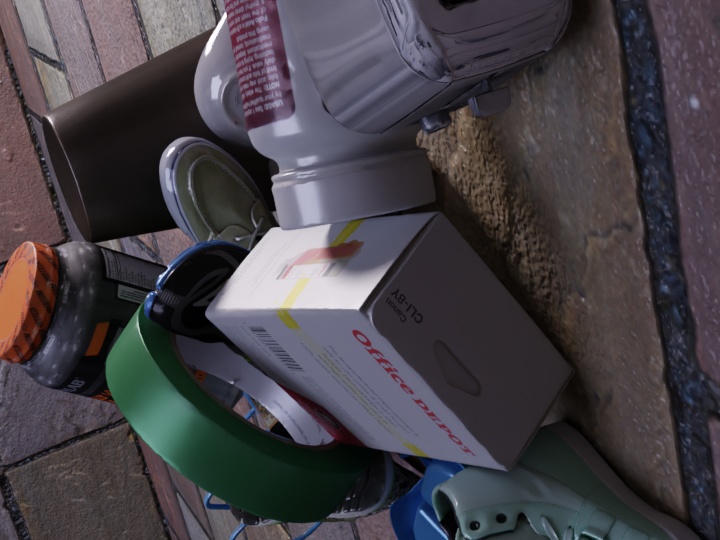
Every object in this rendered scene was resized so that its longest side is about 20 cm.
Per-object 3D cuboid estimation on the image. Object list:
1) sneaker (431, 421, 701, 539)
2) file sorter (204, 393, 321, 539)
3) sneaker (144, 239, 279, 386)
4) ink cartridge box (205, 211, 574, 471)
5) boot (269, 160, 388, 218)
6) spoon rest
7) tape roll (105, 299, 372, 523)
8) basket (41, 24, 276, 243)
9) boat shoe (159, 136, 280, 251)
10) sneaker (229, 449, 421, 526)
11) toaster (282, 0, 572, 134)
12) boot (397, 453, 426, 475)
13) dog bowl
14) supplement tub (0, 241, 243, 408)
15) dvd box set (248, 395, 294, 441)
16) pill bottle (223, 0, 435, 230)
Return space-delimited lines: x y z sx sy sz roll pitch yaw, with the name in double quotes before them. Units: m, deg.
"sneaker" 0.120 0.174 0.713 0.200 0.118 0.074 43 148 50
"file sorter" -0.103 0.151 1.192 0.200 0.123 0.139 51 -163 28
"sneaker" -0.067 0.036 0.895 0.199 0.071 0.083 23 -166 -46
"ink cartridge box" 0.014 0.044 0.790 0.145 0.083 0.200 47 156 -22
"boot" -0.014 -0.056 0.907 0.200 0.075 0.074 13 123 69
"spoon rest" -0.075 -0.183 0.952 0.061 0.099 0.201 -88 5 -55
"tape roll" -0.085 0.096 0.902 0.048 0.200 0.201 -55 45 17
"basket" -0.154 -0.107 1.055 0.181 0.199 0.136 69 162 -2
"boat shoe" -0.085 -0.023 0.997 0.062 0.072 0.200 13 142 55
"sneaker" -0.030 0.182 1.029 0.200 0.088 0.077 -8 64 44
"toaster" 0.024 -0.170 0.626 0.129 0.113 0.201 -6 102 67
"boot" 0.006 0.106 1.020 0.200 0.074 0.076 34 154 41
"dog bowl" 0.080 0.177 0.908 0.111 0.050 0.200 43 152 24
"supplement tub" -0.195 0.049 1.034 0.122 0.199 0.123 -33 48 46
"dvd box set" -0.070 0.086 1.160 0.146 0.029 0.200 27 -159 -47
"pill bottle" -0.019 -0.130 0.740 0.114 0.114 0.201 -179 78 -70
